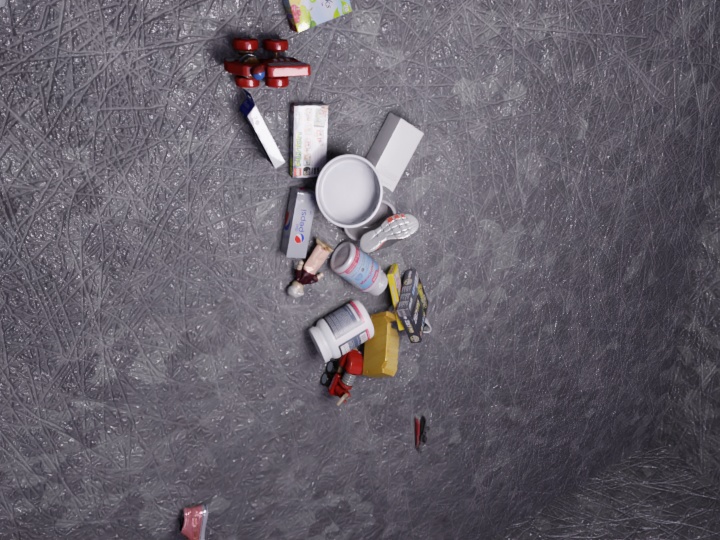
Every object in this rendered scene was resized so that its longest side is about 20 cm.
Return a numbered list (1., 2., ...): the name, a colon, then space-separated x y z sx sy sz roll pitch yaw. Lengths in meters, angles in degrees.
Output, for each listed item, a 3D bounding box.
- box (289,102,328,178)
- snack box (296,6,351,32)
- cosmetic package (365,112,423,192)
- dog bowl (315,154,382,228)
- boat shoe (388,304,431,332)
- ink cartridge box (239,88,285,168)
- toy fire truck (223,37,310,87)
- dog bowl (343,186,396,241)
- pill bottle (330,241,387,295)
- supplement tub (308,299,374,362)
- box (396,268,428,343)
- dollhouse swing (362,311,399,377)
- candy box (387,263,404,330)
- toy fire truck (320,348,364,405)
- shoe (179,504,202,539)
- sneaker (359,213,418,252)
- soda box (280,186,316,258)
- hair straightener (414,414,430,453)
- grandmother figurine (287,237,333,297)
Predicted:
1. box: -0.149 -0.373 1.591 0.106 0.035 0.207 -8 117 -25
2. snack box: -0.126 -0.740 1.402 0.165 0.068 0.205 -26 125 -15
3. cosmetic package: 0.095 -0.362 1.700 0.106 0.085 0.204 23 101 -35
4. dog bowl: -0.032 -0.228 1.601 0.192 0.079 0.208 0 96 2
5. boat shoe: 0.188 0.177 2.031 0.196 0.065 0.075 21 104 -34
6. ink cartridge box: -0.272 -0.380 1.481 0.038 0.100 0.204 -30 124 -8
7. toy fire truck: -0.238 -0.515 1.390 0.194 0.168 0.116 -10 119 -24
8. dog bowl: 0.025 -0.172 1.726 0.193 0.060 0.204 -10 140 -8
9. pill bottle: 0.000 0.000 1.813 0.198 0.109 0.110 35 95 -37
10. supplement tub: -0.063 0.205 1.860 0.196 0.140 0.144 -28 125 -13
11. box: 0.185 0.123 1.935 0.048 0.203 0.164 -9 127 24
12. dollhouse swing: 0.108 0.271 1.932 0.171 0.180 0.208 16 70 -30
13. candy box: 0.130 0.090 1.911 0.025 0.103 0.207 -9 108 13
14. toy fire truck: -0.052 0.377 1.915 0.126 0.200 0.180 18 106 -34
15. shoe: -0.604 0.931 1.972 0.088 0.071 0.207 4 106 -28
16. sneaker: 0.090 -0.115 1.731 0.194 0.080 0.082 -21 167 7
17. soda box: -0.187 -0.144 1.667 0.066 0.063 0.207 1 113 -28
18. hair straightener: 0.269 0.697 2.349 0.075 0.041 0.206 -16 120 -21
19. grandmother figurine: -0.164 0.001 1.758 0.120 0.061 0.202 31 100 -37
